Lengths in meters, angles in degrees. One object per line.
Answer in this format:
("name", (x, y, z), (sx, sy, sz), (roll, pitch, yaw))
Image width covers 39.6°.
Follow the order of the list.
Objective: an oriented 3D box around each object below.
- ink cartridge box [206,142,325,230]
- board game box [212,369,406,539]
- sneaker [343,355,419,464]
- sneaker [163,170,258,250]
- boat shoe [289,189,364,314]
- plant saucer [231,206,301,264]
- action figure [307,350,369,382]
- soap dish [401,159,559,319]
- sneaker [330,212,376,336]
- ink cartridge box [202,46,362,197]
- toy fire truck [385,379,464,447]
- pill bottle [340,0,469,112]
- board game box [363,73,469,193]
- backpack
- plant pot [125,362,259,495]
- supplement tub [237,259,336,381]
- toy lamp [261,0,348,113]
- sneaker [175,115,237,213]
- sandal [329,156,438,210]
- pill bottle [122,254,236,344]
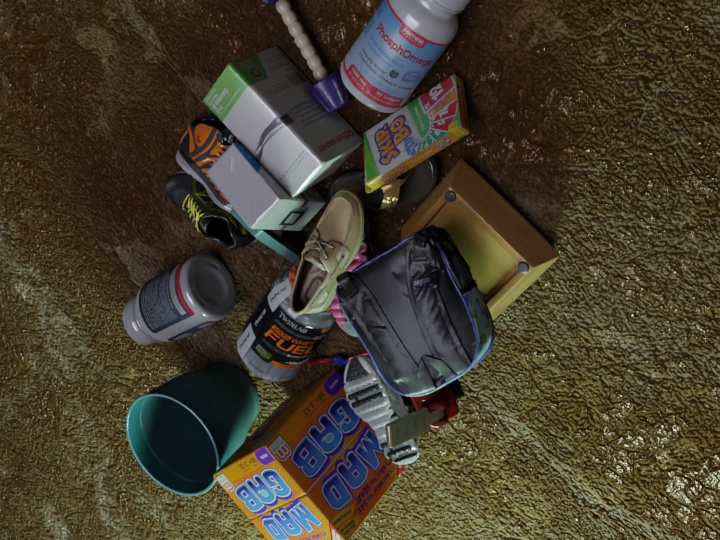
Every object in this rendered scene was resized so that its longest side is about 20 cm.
("ink cartridge box", (-0.132, -0.125, 1.525), (0.067, 0.200, 0.116), (-45, 75, 18))
("board game box", (-0.081, 0.328, 1.669), (0.200, 0.200, 0.200), (49, 140, -4))
("sneaker", (0.038, 0.216, 1.623), (0.075, 0.081, 0.201), (-17, 111, 30))
("sneaker", (-0.255, -0.103, 1.669), (0.199, 0.085, 0.075), (28, 123, 16))
("boat shoe", (-0.051, -0.023, 1.491), (0.071, 0.064, 0.202), (26, 109, 23))
("plant saucer", (-0.144, -0.052, 1.569), (0.070, 0.200, 0.019), (43, 92, 22))
("action figure", (0.005, 0.165, 1.670), (0.198, 0.052, 0.066), (-11, 104, 30))
("soap dish", (0.166, -0.036, 1.460), (0.200, 0.081, 0.157), (44, 126, 3))
("sneaker", (0.000, 0.000, 1.559), (0.078, 0.095, 0.202), (0, 99, 25))
("ink cartridge box", (-0.112, -0.223, 1.490), (0.200, 0.145, 0.084), (47, 123, 3))
("toy fire truck", (0.078, 0.169, 1.510), (0.128, 0.200, 0.177), (-23, 101, 4))
("pill bottle", (0.064, -0.322, 1.367), (0.109, 0.109, 0.200), (43, 126, 5))
("board game box", (0.071, -0.194, 1.440), (0.030, 0.096, 0.199), (24, 140, -37))
("backpack", (0.090, 0.059, 1.398), (0.182, 0.147, 0.201), (-29, 85, 25))
("plant pot", (-0.285, 0.267, 1.796), (0.198, 0.188, 0.202), (12, 117, 24))
("supplement tub", (-0.113, 0.080, 1.650), (0.122, 0.122, 0.201), (41, 126, 7))
("toy lamp", (-0.081, -0.328, 1.481), (0.058, 0.058, 0.201), (-27, 96, 36))
("sneaker", (-0.211, -0.174, 1.615), (0.199, 0.078, 0.112), (38, 127, 10))
("sandal", (0.029, -0.128, 1.511), (0.198, 0.055, 0.082), (-6, 109, 32))
("pill bottle", (-0.326, 0.059, 1.764), (0.199, 0.120, 0.120), (-24, 99, 35))
